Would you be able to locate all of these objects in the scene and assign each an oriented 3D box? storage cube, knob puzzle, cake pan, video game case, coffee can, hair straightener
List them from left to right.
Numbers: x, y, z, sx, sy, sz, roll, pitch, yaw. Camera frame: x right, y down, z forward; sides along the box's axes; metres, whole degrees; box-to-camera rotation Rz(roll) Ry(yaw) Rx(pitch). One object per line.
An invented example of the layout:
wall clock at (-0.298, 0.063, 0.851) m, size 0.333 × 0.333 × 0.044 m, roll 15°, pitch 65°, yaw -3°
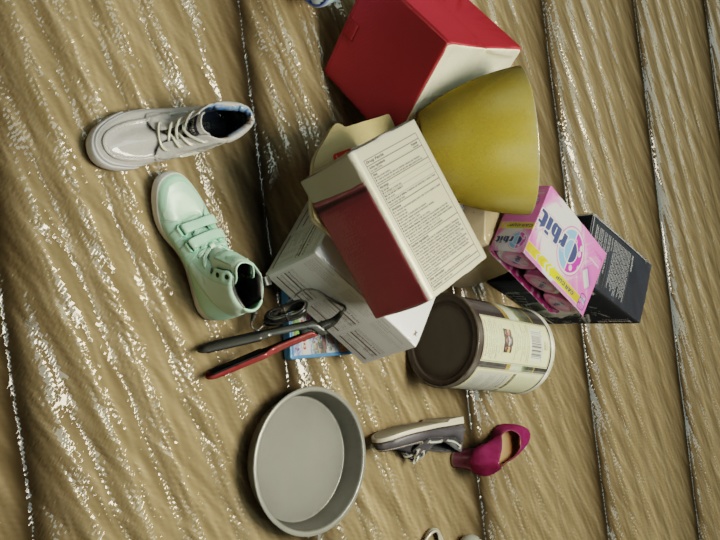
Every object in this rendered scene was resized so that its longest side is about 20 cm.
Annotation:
hair straightener at (-0.114, 0.071, 1.117) m, size 0.200 × 0.041 × 0.077 m, roll -20°, pitch 99°, yaw -9°
cake pan at (-0.076, 0.259, 1.195) m, size 0.200 × 0.037 × 0.201 m, roll 6°, pitch 81°, yaw -43°
video game case at (-0.032, 0.052, 1.272) m, size 0.200 × 0.018 × 0.144 m, roll 0°, pitch 86°, yaw -44°
knob puzzle at (0.001, -0.098, 1.149) m, size 0.219 × 0.030 × 0.220 m, roll 13°, pitch 68°, yaw -36°
storage cube at (0.088, -0.306, 1.264) m, size 0.171 × 0.200 × 0.180 m, roll -10°, pitch 52°, yaw -44°
coffee can at (0.194, 0.121, 1.392) m, size 0.200 × 0.146 × 0.147 m, roll 12°, pitch 77°, yaw -43°

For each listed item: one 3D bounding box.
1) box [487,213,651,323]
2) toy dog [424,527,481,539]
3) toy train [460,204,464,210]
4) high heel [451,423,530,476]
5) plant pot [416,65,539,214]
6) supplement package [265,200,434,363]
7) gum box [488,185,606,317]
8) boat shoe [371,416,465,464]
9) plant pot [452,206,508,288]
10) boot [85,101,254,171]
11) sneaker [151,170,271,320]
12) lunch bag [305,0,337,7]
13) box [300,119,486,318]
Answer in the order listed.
box at (0.367, 0.003, 1.533) m, size 0.196 × 0.200 × 0.124 m, roll 30°, pitch 68°, yaw -37°
toy dog at (0.154, 0.506, 1.348) m, size 0.132 × 0.096 × 0.200 m, roll 31°, pitch 66°, yaw -38°
toy train at (0.063, -0.134, 1.279) m, size 0.114 × 0.085 × 0.200 m, roll -34°, pitch 66°, yaw -21°
high heel at (0.248, 0.303, 1.459) m, size 0.200 × 0.096 × 0.068 m, roll -14°, pitch 95°, yaw -43°
plant pot at (0.151, -0.170, 1.179) m, size 0.142 × 0.200 × 0.201 m, roll -5°, pitch 88°, yaw 0°
supplement package at (0.000, 0.000, 1.212) m, size 0.200 × 0.111 × 0.156 m, roll 44°, pitch 49°, yaw -23°
gum box at (0.287, -0.025, 1.309) m, size 0.200 × 0.066 × 0.114 m, roll 40°, pitch 67°, yaw -38°
boat shoe at (0.095, 0.264, 1.335) m, size 0.200 × 0.073 × 0.063 m, roll 0°, pitch 83°, yaw -48°
plant pot at (0.172, -0.088, 1.372) m, size 0.200 × 0.177 × 0.200 m, roll 11°, pitch 78°, yaw -43°
boot at (-0.225, -0.172, 1.056) m, size 0.200 × 0.095 × 0.074 m, roll -25°, pitch 103°, yaw -42°
sneaker at (-0.179, -0.035, 1.072) m, size 0.074 × 0.118 × 0.201 m, roll -32°, pitch 106°, yaw -39°
lunch bag at (-0.038, -0.469, 1.183) m, size 0.161 × 0.200 × 0.082 m, roll 51°, pitch 48°, yaw 4°
box at (0.042, -0.062, 1.078) m, size 0.128 × 0.109 × 0.200 m, roll -33°, pitch 97°, yaw -40°
